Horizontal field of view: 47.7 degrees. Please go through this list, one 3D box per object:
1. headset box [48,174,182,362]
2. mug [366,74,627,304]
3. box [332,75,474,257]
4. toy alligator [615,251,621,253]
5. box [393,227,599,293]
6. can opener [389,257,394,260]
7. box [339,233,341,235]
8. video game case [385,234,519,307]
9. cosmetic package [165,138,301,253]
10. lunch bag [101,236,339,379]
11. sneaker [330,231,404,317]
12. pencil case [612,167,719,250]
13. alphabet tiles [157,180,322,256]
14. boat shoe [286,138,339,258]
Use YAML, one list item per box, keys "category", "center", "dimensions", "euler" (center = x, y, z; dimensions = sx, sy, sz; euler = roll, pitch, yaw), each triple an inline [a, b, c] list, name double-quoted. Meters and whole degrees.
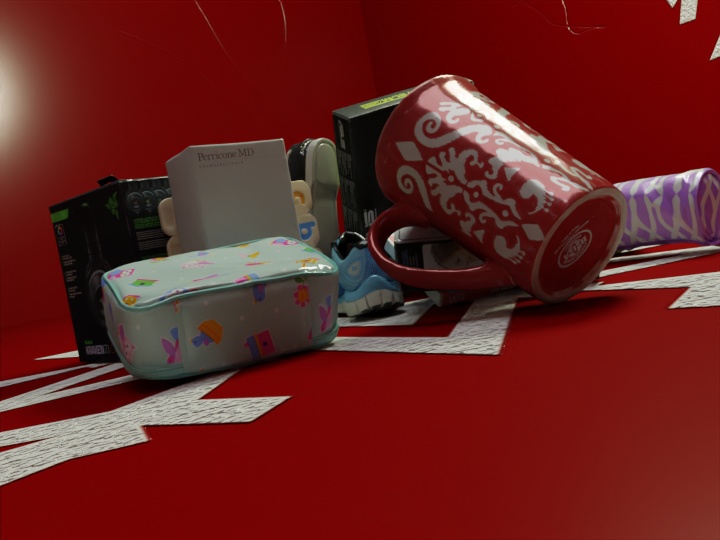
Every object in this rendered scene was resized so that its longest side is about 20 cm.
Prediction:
- category: "headset box"
  center: [-0.259, -0.006, 0.922]
  dimensions: [0.173, 0.203, 0.092]
  euler: [-7, 4, 45]
- category: "mug"
  center: [0.113, -0.051, 0.719]
  dimensions: [0.132, 0.179, 0.200]
  euler: [7, 26, -44]
- category: "box"
  center: [0.062, -0.128, 1.041]
  dimensions: [0.191, 0.203, 0.047]
  euler: [-22, 33, -29]
- category: "toy alligator"
  center: [0.307, -0.044, 1.061]
  dimensions: [0.054, 0.060, 0.199]
  euler: [34, -20, -24]
- category: "box"
  center: [0.134, -0.039, 0.827]
  dimensions: [0.197, 0.061, 0.117]
  euler: [-4, 32, 6]
- category: "can opener"
  center: [0.054, 0.007, 0.997]
  dimensions: [0.198, 0.067, 0.052]
  euler: [-19, 1, 35]
- category: "box"
  center: [-0.131, -0.041, 1.145]
  dimensions: [0.181, 0.105, 0.200]
  euler: [33, 11, 7]
- category: "video game case"
  center: [0.142, -0.020, 0.893]
  dimensions: [0.197, 0.018, 0.143]
  euler: [-12, 32, -20]
- category: "cosmetic package"
  center: [-0.126, -0.029, 0.854]
  dimensions: [0.112, 0.203, 0.081]
  euler: [-13, 3, -32]
- category: "lunch bag"
  center: [-0.121, 0.028, 0.718]
  dimensions: [0.197, 0.078, 0.160]
  euler: [-10, 16, -26]
- category: "sneaker"
  center: [0.000, 0.000, 0.915]
  dimensions: [0.077, 0.091, 0.200]
  euler: [-11, 1, -15]
- category: "pencil case"
  center: [0.310, -0.058, 0.917]
  dimensions: [0.083, 0.087, 0.199]
  euler: [17, -16, -34]
- category: "alphabet tiles"
  center: [-0.129, -0.031, 0.914]
  dimensions: [0.194, 0.203, 0.015]
  euler: [-14, 2, -37]
- category: "boat shoe"
  center: [-0.069, -0.062, 1.010]
  dimensions: [0.060, 0.203, 0.073]
  euler: [0, -2, 40]
